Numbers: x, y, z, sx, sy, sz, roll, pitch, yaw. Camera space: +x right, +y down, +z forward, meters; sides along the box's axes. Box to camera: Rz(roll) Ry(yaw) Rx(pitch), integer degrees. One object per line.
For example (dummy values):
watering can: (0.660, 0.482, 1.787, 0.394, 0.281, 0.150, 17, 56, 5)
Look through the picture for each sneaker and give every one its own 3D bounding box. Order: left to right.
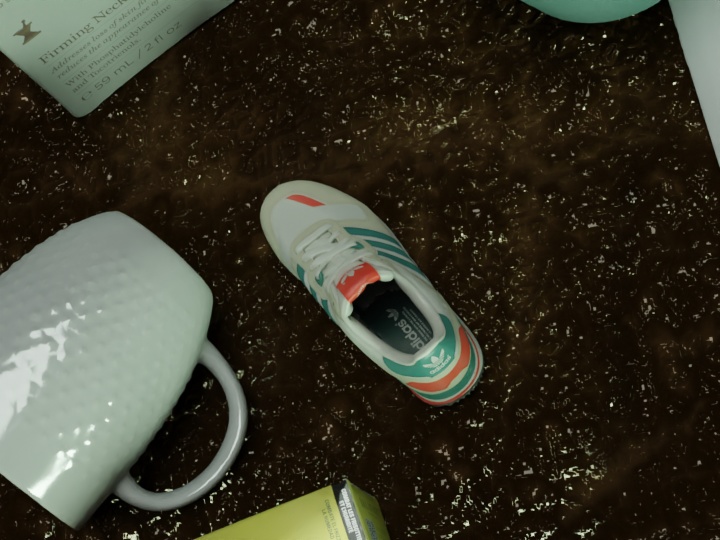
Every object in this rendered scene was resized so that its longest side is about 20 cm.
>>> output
sneaker: (0.000, 0.001, 0.971, 0.070, 0.093, 0.200, -42, 66, -1)

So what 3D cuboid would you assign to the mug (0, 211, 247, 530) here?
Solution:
mug: (-0.166, 0.072, 0.983, 0.200, 0.148, 0.176, 40, 78, -7)

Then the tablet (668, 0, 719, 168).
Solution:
tablet: (0.286, -0.124, 0.973, 0.129, 0.014, 0.201, -16, 68, 11)

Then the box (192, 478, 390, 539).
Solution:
box: (-0.081, 0.195, 0.942, 0.199, 0.075, 0.050, -22, 68, 7)

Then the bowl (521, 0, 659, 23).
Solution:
bowl: (0.155, -0.247, 0.997, 0.199, 0.105, 0.202, -6, 69, 17)

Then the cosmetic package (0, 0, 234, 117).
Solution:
cosmetic package: (-0.217, -0.250, 1.059, 0.167, 0.200, 0.167, -37, 66, 3)
